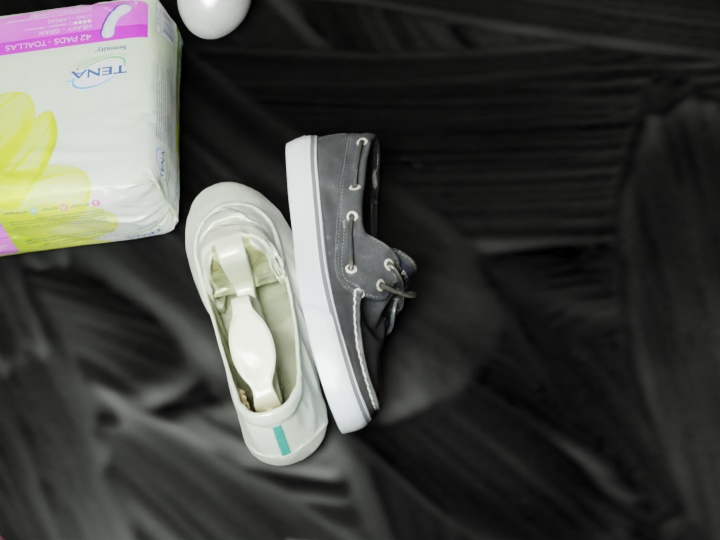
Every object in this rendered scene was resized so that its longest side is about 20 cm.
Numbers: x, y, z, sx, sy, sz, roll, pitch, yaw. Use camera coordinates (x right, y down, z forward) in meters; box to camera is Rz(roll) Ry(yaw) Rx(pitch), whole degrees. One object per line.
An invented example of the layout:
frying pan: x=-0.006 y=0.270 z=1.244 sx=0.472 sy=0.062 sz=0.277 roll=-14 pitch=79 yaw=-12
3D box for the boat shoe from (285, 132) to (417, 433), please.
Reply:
boat shoe: x=0.000 y=0.000 z=1.116 sx=0.066 sy=0.070 sz=0.200 roll=-13 pitch=52 yaw=7

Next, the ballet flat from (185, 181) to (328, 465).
ballet flat: x=-0.064 y=0.017 z=1.116 sx=0.069 sy=0.069 sz=0.200 roll=-18 pitch=59 yaw=2

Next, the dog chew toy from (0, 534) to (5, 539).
dog chew toy: x=-0.230 y=0.188 z=1.032 sx=0.124 sy=0.125 sz=0.200 roll=-37 pitch=53 yaw=-9

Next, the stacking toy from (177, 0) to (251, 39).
stacking toy: x=-0.069 y=-0.246 z=1.244 sx=0.146 sy=0.146 sz=0.200 roll=14 pitch=82 yaw=19

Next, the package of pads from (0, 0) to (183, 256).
package of pads: x=-0.213 y=-0.086 z=1.203 sx=0.200 sy=0.068 sz=0.155 roll=-8 pitch=60 yaw=8
